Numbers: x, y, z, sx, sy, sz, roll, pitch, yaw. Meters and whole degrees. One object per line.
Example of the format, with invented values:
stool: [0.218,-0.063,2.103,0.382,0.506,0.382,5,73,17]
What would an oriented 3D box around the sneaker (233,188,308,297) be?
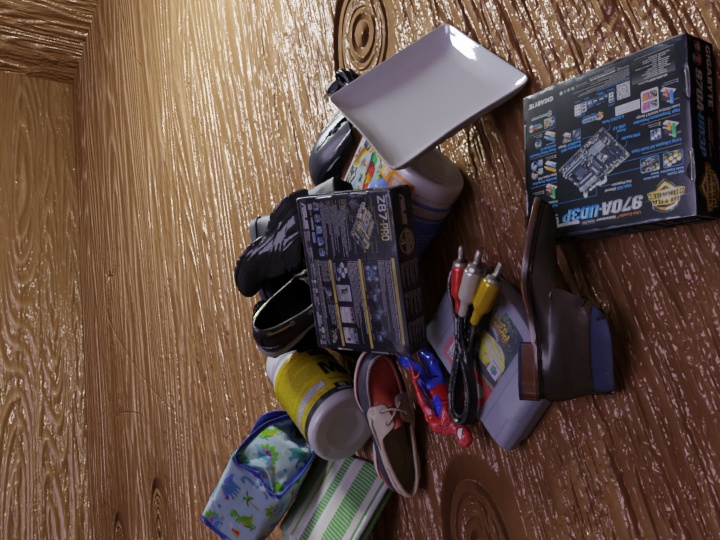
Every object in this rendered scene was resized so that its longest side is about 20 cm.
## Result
sneaker: [-0.118,-0.022,1.039,0.091,0.076,0.201,45,121,10]

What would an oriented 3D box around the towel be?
towel: [-0.036,0.348,1.034,0.198,0.023,0.154,-6,46,57]

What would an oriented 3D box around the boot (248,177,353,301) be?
boot: [-0.082,-0.033,1.093,0.196,0.065,0.170,-19,84,33]

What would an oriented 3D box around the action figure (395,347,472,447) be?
action figure: [0.091,0.139,0.888,0.053,0.064,0.202,102,150,-42]

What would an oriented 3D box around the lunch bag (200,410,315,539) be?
lunch bag: [-0.146,0.327,1.137,0.126,0.199,0.172,38,122,12]

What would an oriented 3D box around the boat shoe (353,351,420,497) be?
boat shoe: [0.040,0.201,0.923,0.062,0.069,0.206,-156,54,-65]

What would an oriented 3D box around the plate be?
plate: [0.081,-0.217,0.878,0.197,0.033,0.200,-33,45,-4]

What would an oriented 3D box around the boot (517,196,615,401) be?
boot: [0.208,0.030,0.699,0.094,0.075,0.207,2,95,18]

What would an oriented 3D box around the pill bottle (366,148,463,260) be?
pill bottle: [0.046,-0.064,0.936,0.202,0.110,0.113,-60,41,32]

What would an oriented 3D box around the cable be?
cable: [0.114,0.072,0.809,0.097,0.049,0.206,29,110,55]

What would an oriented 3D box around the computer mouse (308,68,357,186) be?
computer mouse: [-0.053,-0.237,1.165,0.201,0.045,0.143,-55,45,39]

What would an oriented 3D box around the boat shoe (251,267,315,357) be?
boat shoe: [-0.073,0.036,0.994,0.071,0.201,0.061,35,158,26]

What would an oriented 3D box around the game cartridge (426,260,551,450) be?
game cartridge: [0.154,0.088,0.823,0.135,0.040,0.201,-61,40,27]

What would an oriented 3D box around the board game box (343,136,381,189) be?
board game box: [0.013,-0.105,1.059,0.127,0.034,0.203,58,133,41]

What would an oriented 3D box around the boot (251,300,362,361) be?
boot: [-0.060,0.094,1.039,0.209,0.154,0.082,14,102,56]

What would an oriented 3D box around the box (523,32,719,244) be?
box: [0.247,-0.117,0.689,0.198,0.045,0.164,-10,79,56]

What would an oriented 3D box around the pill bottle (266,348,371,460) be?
pill bottle: [-0.068,0.189,1.083,0.199,0.112,0.117,39,118,51]

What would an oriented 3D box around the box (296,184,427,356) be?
box: [0.000,0.000,0.888,0.158,0.048,0.206,0,102,42]

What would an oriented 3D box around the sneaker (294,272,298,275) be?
sneaker: [-0.089,-0.035,1.177,0.201,0.069,0.115,122,142,-47]
